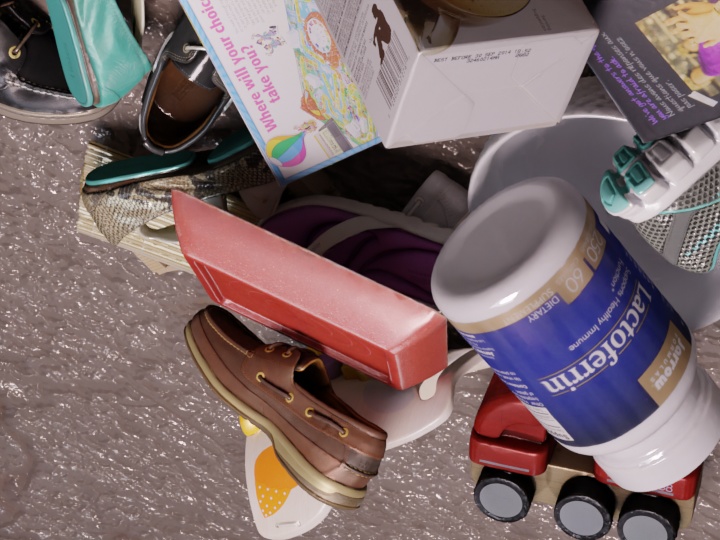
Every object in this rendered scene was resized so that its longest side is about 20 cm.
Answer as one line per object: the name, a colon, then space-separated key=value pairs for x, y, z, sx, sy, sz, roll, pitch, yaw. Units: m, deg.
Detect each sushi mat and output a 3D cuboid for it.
sushi mat: x=-0.123 y=-0.030 z=1.398 sx=0.199 sy=0.012 sz=0.096 roll=20 pitch=138 yaw=5

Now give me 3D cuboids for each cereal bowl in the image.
cereal bowl: x=0.174 y=-0.052 z=1.218 sx=0.198 sy=0.084 sz=0.201 roll=13 pitch=138 yaw=12

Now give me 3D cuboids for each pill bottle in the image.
pill bottle: x=0.145 y=0.045 z=1.186 sx=0.115 sy=0.116 sz=0.200 roll=-19 pitch=125 yaw=39

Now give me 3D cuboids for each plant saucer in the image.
plant saucer: x=-0.036 y=0.023 z=1.267 sx=0.199 sy=0.037 sz=0.200 roll=24 pitch=170 yaw=8

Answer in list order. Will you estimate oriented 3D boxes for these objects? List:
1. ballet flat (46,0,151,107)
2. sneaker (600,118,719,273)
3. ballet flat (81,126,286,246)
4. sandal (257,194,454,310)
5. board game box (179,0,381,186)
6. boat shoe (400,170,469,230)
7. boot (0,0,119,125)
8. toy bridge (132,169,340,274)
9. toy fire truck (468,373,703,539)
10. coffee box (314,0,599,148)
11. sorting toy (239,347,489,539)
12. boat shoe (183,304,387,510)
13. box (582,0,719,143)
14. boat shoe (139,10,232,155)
ballet flat: x=-0.187 y=-0.208 z=1.234 sx=0.067 sy=0.070 sz=0.201 roll=30 pitch=144 yaw=49
sneaker: x=0.240 y=-0.077 z=1.095 sx=0.200 sy=0.078 sz=0.091 roll=-38 pitch=114 yaw=5
ballet flat: x=-0.105 y=-0.063 z=1.330 sx=0.199 sy=0.068 sz=0.076 roll=-17 pitch=110 yaw=19
sandal: x=-0.002 y=-0.007 z=1.301 sx=0.201 sy=0.050 sz=0.083 roll=5 pitch=120 yaw=33
board game box: x=-0.035 y=-0.163 z=1.191 sx=0.134 sy=0.034 sz=0.201 roll=-23 pitch=127 yaw=6
boat shoe: x=0.020 y=-0.006 z=1.361 sx=0.069 sy=0.072 sz=0.200 roll=47 pitch=142 yaw=0
boot: x=-0.259 y=-0.192 z=1.288 sx=0.199 sy=0.073 sz=0.151 roll=24 pitch=141 yaw=9
toy bridge: x=-0.089 y=-0.030 z=1.413 sx=0.199 sy=0.027 sz=0.067 roll=-19 pitch=124 yaw=39
toy fire truck: x=0.170 y=0.107 z=1.380 sx=0.175 sy=0.129 sz=0.201 roll=11 pitch=127 yaw=15
coffee box: x=0.036 y=-0.174 z=1.044 sx=0.112 sy=0.201 sz=0.080 roll=-9 pitch=145 yaw=-23
sorting toy: x=0.022 y=0.102 z=1.411 sx=0.179 sy=0.200 sz=0.108 roll=-18 pitch=101 yaw=36
boat shoe: x=-0.051 y=0.085 z=1.327 sx=0.200 sy=0.072 sz=0.068 roll=44 pitch=108 yaw=33
box: x=0.227 y=-0.172 z=1.031 sx=0.199 sy=0.123 sz=0.106 roll=-17 pitch=126 yaw=38
boat shoe: x=-0.094 y=-0.153 z=1.252 sx=0.072 sy=0.068 sz=0.200 roll=33 pitch=135 yaw=-10
